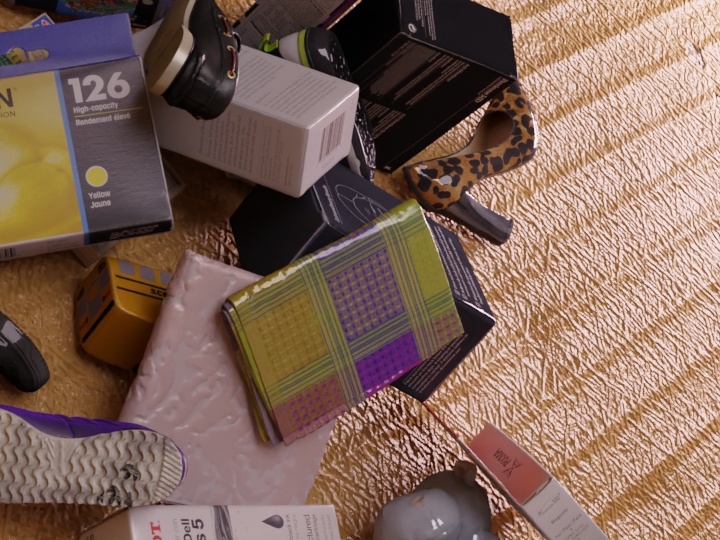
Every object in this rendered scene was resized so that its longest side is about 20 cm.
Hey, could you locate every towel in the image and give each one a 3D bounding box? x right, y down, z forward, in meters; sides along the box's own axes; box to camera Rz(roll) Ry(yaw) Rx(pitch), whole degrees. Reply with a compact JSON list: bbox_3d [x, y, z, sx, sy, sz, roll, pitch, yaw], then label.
[{"bbox_3d":[-0.015,0.042,1.419,0.200,0.023,0.144,-30,118,-21],"label":"towel"},{"bbox_3d":[-0.100,0.101,1.418,0.191,0.032,0.201,18,95,-34],"label":"towel"}]

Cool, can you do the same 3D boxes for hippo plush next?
[{"bbox_3d":[0.103,0.244,1.494,0.200,0.159,0.161,-16,78,-44],"label":"hippo plush"}]

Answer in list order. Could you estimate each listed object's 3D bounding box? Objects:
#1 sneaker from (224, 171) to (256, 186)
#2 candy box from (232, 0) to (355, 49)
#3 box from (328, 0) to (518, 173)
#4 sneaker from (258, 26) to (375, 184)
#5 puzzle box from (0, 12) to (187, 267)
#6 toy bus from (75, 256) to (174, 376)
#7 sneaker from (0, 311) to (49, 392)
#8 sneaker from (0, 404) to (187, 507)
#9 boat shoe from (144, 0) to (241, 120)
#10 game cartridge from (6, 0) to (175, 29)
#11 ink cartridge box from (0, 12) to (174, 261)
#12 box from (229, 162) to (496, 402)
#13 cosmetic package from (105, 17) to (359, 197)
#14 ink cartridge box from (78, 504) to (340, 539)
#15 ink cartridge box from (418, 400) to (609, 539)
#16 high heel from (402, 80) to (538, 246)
[{"bbox_3d":[-0.117,-0.132,1.588,0.200,0.075,0.089,44,51,-15],"label":"sneaker"},{"bbox_3d":[-0.049,-0.251,1.619,0.061,0.200,0.136,49,46,-6],"label":"candy box"},{"bbox_3d":[0.031,-0.184,1.649,0.141,0.200,0.079,19,55,-32],"label":"box"},{"bbox_3d":[-0.042,-0.139,1.578,0.072,0.082,0.200,-84,160,-50],"label":"sneaker"},{"bbox_3d":[-0.253,-0.114,1.493,0.200,0.025,0.133,50,44,-6],"label":"puzzle box"},{"bbox_3d":[-0.136,0.054,1.461,0.199,0.065,0.078,16,41,-33],"label":"toy bus"},{"bbox_3d":[-0.332,0.043,1.313,0.104,0.060,0.200,-47,116,-24],"label":"sneaker"},{"bbox_3d":[-0.227,0.143,1.320,0.199,0.100,0.070,9,89,4],"label":"sneaker"},{"bbox_3d":[-0.135,-0.180,1.422,0.063,0.074,0.202,30,20,-19],"label":"boat shoe"},{"bbox_3d":[-0.228,-0.265,1.495,0.199,0.130,0.039,9,55,-16],"label":"game cartridge"},{"bbox_3d":[-0.265,-0.112,1.402,0.197,0.047,0.201,-11,76,-11],"label":"ink cartridge box"},{"bbox_3d":[0.000,0.000,1.539,0.200,0.107,0.149,31,22,-28],"label":"box"},{"bbox_3d":[-0.114,-0.142,1.488,0.199,0.071,0.101,22,34,18],"label":"cosmetic package"},{"bbox_3d":[-0.108,0.264,1.357,0.199,0.084,0.146,6,63,-38],"label":"ink cartridge box"},{"bbox_3d":[0.130,0.173,1.542,0.044,0.200,0.174,-41,104,-3],"label":"ink cartridge box"},{"bbox_3d":[0.111,-0.140,1.779,0.142,0.071,0.201,28,59,-33],"label":"high heel"}]
